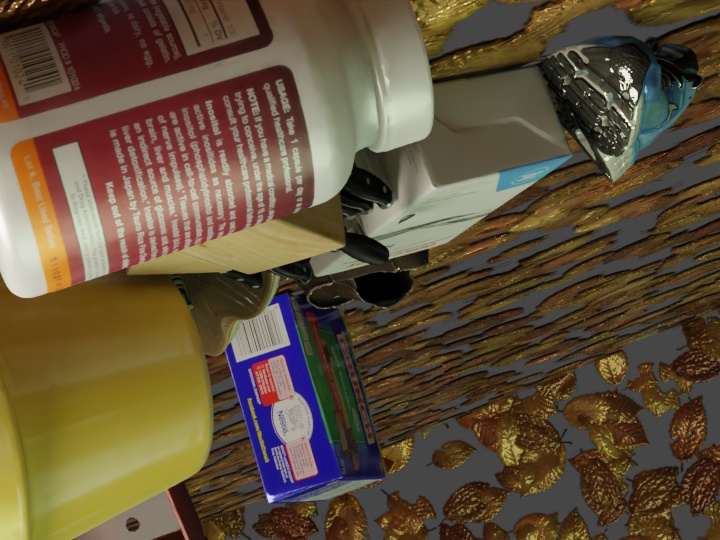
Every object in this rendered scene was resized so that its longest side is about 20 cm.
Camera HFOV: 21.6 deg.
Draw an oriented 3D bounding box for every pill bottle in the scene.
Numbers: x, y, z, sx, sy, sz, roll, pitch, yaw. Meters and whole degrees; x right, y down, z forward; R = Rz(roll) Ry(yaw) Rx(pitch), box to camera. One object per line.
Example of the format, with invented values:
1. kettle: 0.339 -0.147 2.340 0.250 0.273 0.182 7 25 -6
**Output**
1. pill bottle: -0.074 -0.069 0.826 0.199 0.114 0.113 -18 170 -12

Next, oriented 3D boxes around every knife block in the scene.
1. knife block: -0.044 -0.044 1.059 0.175 0.064 0.200 -4 164 -18

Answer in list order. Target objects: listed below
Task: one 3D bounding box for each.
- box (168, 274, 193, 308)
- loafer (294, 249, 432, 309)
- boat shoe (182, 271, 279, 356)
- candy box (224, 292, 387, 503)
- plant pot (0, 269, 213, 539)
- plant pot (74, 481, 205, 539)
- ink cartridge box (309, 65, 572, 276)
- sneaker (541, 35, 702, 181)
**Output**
1. box: -0.184 0.032 1.279 0.070 0.065 0.200 -14 169 -29
2. loafer: 0.000 0.000 1.446 0.073 0.072 0.200 -17 169 -19
3. boat shoe: -0.088 -0.002 1.313 0.065 0.072 0.200 -55 180 -25
4. candy box: -0.048 0.118 1.691 0.077 0.170 0.200 -18 171 9
5. plant pot: -0.195 0.078 1.088 0.188 0.202 0.201 -13 168 -26
6. plant pot: -0.258 0.226 1.828 0.199 0.201 0.176 -22 -179 8
7. ink cartridge box: 0.032 -0.056 1.231 0.115 0.067 0.200 -15 168 -33
8. sneaker: 0.173 -0.123 1.211 0.090 0.078 0.200 -40 172 1
